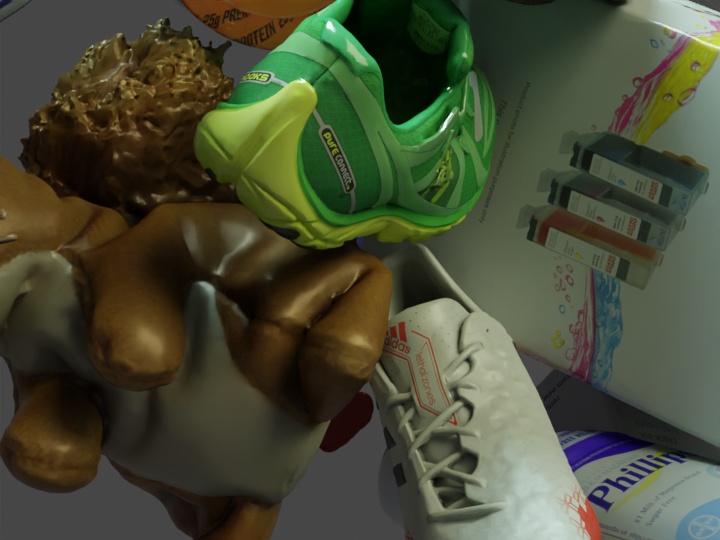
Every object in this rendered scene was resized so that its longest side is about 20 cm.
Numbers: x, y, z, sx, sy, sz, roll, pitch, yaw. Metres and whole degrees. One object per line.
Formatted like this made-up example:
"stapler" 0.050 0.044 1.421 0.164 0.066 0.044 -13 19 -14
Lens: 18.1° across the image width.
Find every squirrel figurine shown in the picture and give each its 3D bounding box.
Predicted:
"squirrel figurine" -0.093 -0.001 0.819 0.185 0.142 0.201 24 35 -7

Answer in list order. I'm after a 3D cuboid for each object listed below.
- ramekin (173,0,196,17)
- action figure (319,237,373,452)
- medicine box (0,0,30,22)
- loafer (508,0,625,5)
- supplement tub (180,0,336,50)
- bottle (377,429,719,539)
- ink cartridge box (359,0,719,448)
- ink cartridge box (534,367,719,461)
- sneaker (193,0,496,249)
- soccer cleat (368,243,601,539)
"ramekin" -0.029 -0.202 1.068 0.200 0.200 0.105 37 34 -8
"action figure" 0.000 0.000 0.997 0.065 0.052 0.200 32 29 -7
"medicine box" -0.223 -0.128 0.691 0.201 0.181 0.103 55 13 -22
"loafer" 0.070 -0.138 0.823 0.075 0.068 0.200 19 16 10
"supplement tub" -0.019 -0.162 0.900 0.122 0.123 0.200 38 21 -8
"bottle" 0.094 0.099 0.861 0.199 0.066 0.083 14 24 43
"ink cartridge box" 0.130 -0.029 0.916 0.199 0.146 0.145 26 15 27
"ink cartridge box" 0.153 0.142 0.956 0.144 0.084 0.201 16 39 -38
"sneaker" 0.015 -0.057 0.782 0.074 0.084 0.200 44 20 7
"soccer cleat" 0.035 0.058 0.798 0.200 0.068 0.086 -103 169 -65
